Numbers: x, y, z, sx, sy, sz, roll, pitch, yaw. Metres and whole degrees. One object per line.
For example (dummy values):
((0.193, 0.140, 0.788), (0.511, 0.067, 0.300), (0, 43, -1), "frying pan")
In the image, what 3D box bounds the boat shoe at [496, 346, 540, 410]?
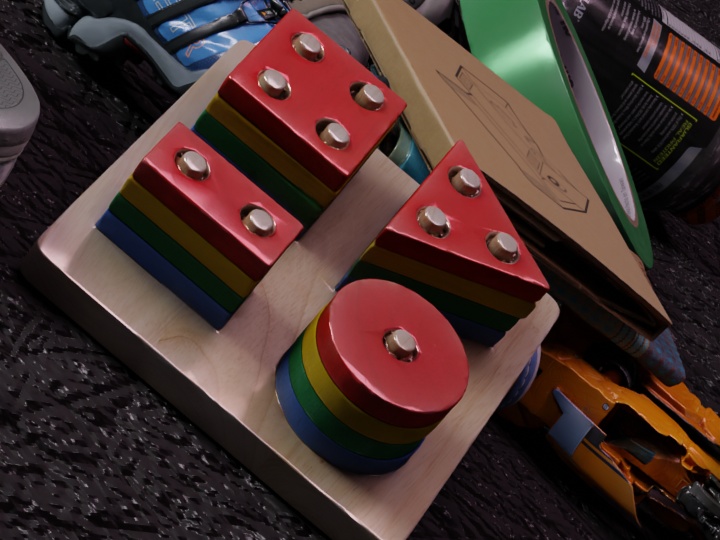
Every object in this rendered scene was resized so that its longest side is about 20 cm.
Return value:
((0.000, 0.000, 1.294), (0.200, 0.073, 0.072), (39, 21, 29), "boat shoe")

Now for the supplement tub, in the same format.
((0.174, -0.123, 1.797), (0.199, 0.123, 0.123), (34, 20, -19), "supplement tub")

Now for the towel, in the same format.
((0.083, -0.028, 1.392), (0.200, 0.022, 0.147), (39, 17, -19), "towel")

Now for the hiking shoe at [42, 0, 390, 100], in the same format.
((-0.070, -0.128, 1.321), (0.199, 0.087, 0.074), (24, 20, 20), "hiking shoe")

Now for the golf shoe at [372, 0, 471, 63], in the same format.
((0.039, -0.141, 1.607), (0.095, 0.078, 0.200), (55, 2, -1), "golf shoe")

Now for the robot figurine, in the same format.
((0.163, 0.103, 1.376), (0.200, 0.058, 0.145), (41, 19, 4), "robot figurine")

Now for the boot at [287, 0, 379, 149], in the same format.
((0.014, -0.060, 1.439), (0.200, 0.073, 0.182), (42, 22, 14), "boot")

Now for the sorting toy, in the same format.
((-0.012, -0.006, 1.166), (0.199, 0.070, 0.200), (40, 40, -1), "sorting toy")

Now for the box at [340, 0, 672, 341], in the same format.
((0.072, -0.062, 1.370), (0.163, 0.021, 0.200), (35, 17, -32), "box")

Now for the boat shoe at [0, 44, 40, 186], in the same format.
((-0.199, -0.094, 1.138), (0.074, 0.065, 0.202), (1, 35, -39), "boat shoe")

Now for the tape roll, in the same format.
((0.117, -0.087, 1.591), (0.200, 0.048, 0.202), (-22, 90, -79), "tape roll")
